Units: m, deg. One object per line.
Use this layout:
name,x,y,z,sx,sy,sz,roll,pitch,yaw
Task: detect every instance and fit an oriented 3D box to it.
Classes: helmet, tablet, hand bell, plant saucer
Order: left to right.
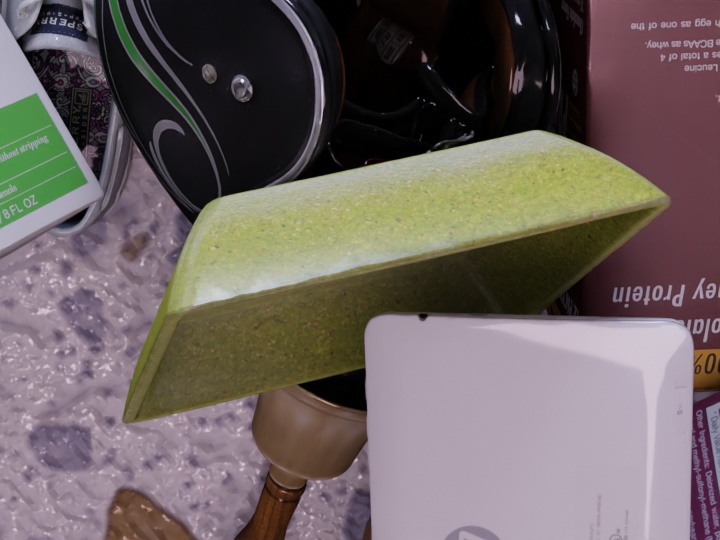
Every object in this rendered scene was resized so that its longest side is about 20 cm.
hand bell,-0.041,0.114,0.893,0.103,0.104,0.201,18,121,-9
helmet,-0.021,-0.118,0.740,0.198,0.200,0.192,-19,78,4
plant saucer,0.000,0.000,0.714,0.198,0.200,0.048,-12,77,-16
tablet,0.067,0.114,0.696,0.129,0.014,0.202,1,106,11

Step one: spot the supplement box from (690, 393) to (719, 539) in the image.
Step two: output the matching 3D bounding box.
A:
supplement box,0.164,0.137,0.778,0.199,0.104,0.131,-28,133,28

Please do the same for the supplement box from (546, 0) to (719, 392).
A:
supplement box,0.188,-0.063,0.799,0.195,0.133,0.202,-3,110,-2

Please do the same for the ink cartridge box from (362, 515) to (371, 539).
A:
ink cartridge box,0.066,0.219,0.856,0.075,0.200,0.165,-36,109,26

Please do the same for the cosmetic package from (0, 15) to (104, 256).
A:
cosmetic package,-0.216,-0.088,0.752,0.084,0.107,0.201,-25,98,38

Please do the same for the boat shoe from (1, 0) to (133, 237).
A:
boat shoe,-0.131,-0.112,0.800,0.069,0.072,0.203,2,110,-3
